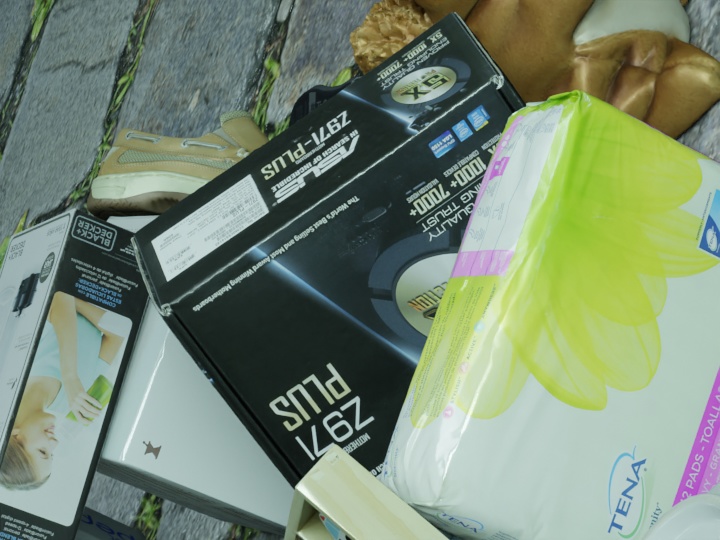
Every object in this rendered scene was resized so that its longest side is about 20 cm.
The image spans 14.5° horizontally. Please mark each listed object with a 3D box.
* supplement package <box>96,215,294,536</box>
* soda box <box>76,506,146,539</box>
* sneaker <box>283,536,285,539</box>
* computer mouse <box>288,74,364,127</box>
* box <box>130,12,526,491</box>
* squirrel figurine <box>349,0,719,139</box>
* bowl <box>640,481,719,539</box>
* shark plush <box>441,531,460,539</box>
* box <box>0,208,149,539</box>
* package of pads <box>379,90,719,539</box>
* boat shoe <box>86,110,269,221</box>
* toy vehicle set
[{"bbox_3d":[-0.082,0.063,1.674,0.200,0.150,0.153,0,68,67],"label":"supplement package"},{"bbox_3d":[-0.234,0.170,1.851,0.064,0.199,0.068,-60,20,6],"label":"soda box"},{"bbox_3d":[0.008,0.188,1.440,0.085,0.075,0.201,-49,36,41],"label":"sneaker"},{"bbox_3d":[0.007,-0.057,1.760,0.200,0.046,0.141,155,116,-66],"label":"computer mouse"},{"bbox_3d":[0.016,0.003,1.390,0.199,0.164,0.086,-34,30,3],"label":"box"},{"bbox_3d":[0.066,-0.130,1.486,0.200,0.186,0.142,-45,29,42],"label":"squirrel figurine"},{"bbox_3d":[0.156,0.147,1.105,0.201,0.090,0.202,-50,25,34],"label":"bowl"},{"bbox_3d":[0.073,0.144,1.346,0.083,0.091,0.200,-35,15,-6],"label":"shark plush"},{"bbox_3d":[-0.185,0.075,1.618,0.117,0.060,0.201,-19,52,63],"label":"box"},{"bbox_3d":[0.107,0.037,1.251,0.068,0.154,0.201,-7,61,64],"label":"package of pads"},{"bbox_3d":[-0.077,-0.062,1.727,0.199,0.072,0.077,5,72,29],"label":"boat shoe"},{"bbox_3d":[0.020,0.153,1.278,0.027,0.124,0.200,-48,-10,-17],"label":"toy vehicle set"}]
